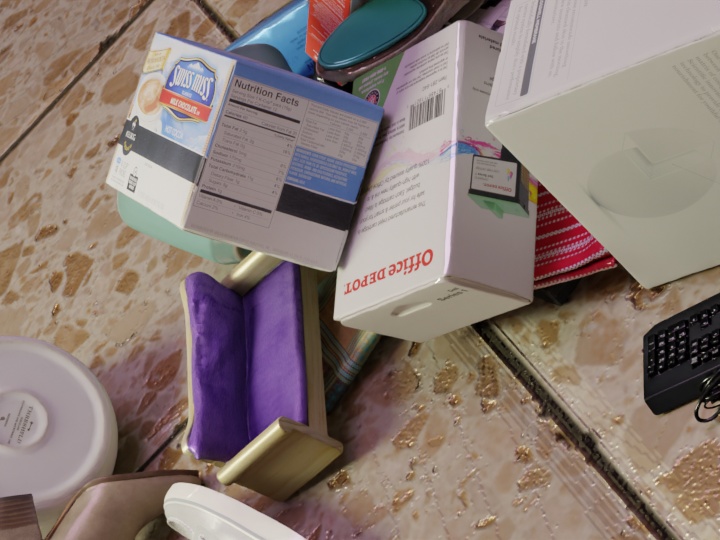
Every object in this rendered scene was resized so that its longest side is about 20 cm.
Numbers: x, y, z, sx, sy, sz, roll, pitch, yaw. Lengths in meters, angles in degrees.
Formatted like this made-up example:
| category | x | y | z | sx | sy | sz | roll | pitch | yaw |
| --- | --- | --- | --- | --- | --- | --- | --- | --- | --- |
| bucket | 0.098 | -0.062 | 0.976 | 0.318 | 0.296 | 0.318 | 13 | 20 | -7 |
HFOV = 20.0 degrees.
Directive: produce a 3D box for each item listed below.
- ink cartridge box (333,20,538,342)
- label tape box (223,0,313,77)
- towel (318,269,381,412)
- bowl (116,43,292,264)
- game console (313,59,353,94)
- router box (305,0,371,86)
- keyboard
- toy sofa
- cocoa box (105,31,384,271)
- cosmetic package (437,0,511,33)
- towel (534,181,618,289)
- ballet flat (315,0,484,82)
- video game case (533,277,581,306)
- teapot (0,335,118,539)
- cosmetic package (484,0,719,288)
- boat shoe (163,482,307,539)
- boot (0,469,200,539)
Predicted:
| category | x | y | z | sx | sy | sz | roll | pitch | yaw |
| --- | --- | --- | --- | --- | --- | --- | --- | --- | --- |
| ink cartridge box | 0.058 | -0.061 | 1.504 | 0.145 | 0.084 | 0.201 | -23 | 57 | 52 |
| label tape box | -0.056 | -0.220 | 1.913 | 0.143 | 0.066 | 0.200 | -30 | 8 | 27 |
| towel | 0.000 | 0.000 | 1.646 | 0.201 | 0.022 | 0.147 | -56 | 31 | 8 |
| bowl | -0.102 | -0.083 | 1.756 | 0.105 | 0.201 | 0.201 | 42 | 90 | 20 |
| game console | 0.058 | -0.229 | 1.765 | 0.201 | 0.170 | 0.119 | -91 | 25 | -47 |
| router box | 0.048 | -0.268 | 1.661 | 0.200 | 0.180 | 0.049 | -36 | 67 | -24 |
| keyboard | 0.264 | 0.028 | 1.326 | 0.199 | 0.040 | 0.105 | -30 | 36 | 28 |
| toy sofa | -0.079 | 0.071 | 1.599 | 0.083 | 0.097 | 0.201 | -40 | 37 | 33 |
| cocoa box | -0.091 | -0.095 | 1.562 | 0.200 | 0.133 | 0.132 | 28 | 101 | 64 |
| cosmetic package | 0.129 | -0.175 | 1.597 | 0.083 | 0.051 | 0.200 | -49 | 29 | -10 |
| towel | 0.148 | -0.072 | 1.533 | 0.144 | 0.022 | 0.201 | -17 | 45 | 39 |
| ballet flat | 0.052 | -0.202 | 1.612 | 0.200 | 0.062 | 0.067 | -42 | 46 | -10 |
| video game case | 0.142 | -0.073 | 1.584 | 0.181 | 0.025 | 0.200 | -54 | 34 | -9 |
| teapot | -0.306 | 0.167 | 1.750 | 0.199 | 0.198 | 0.146 | -26 | -23 | -32 |
| cosmetic package | 0.227 | -0.114 | 1.366 | 0.199 | 0.199 | 0.124 | -18 | 44 | 38 |
| boat shoe | -0.094 | 0.216 | 1.531 | 0.199 | 0.072 | 0.069 | 18 | 70 | 45 |
| boot | -0.213 | 0.243 | 1.619 | 0.198 | 0.070 | 0.147 | -10 | 68 | -9 |
